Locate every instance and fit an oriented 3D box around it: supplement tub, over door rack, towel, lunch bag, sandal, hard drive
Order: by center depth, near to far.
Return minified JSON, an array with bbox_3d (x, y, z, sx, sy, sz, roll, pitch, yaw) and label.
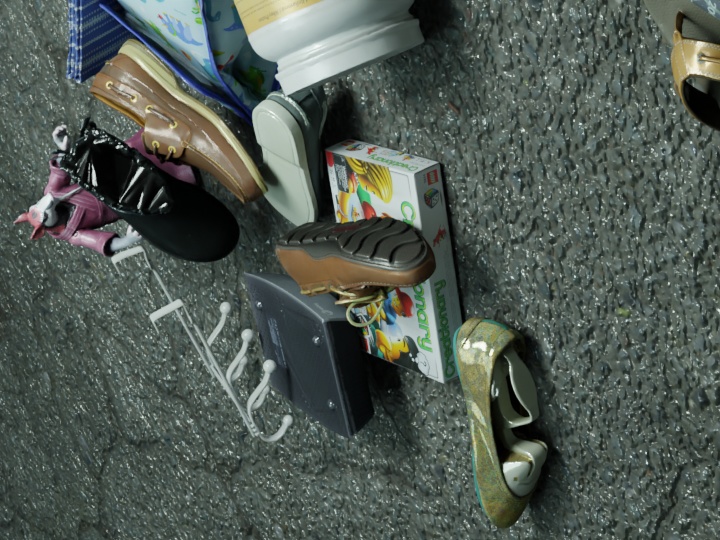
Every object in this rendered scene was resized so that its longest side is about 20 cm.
[{"bbox_3d":[0.244,-0.121,1.288,0.082,0.055,0.200,-27,87,58],"label":"sandal"},{"bbox_3d":[-0.041,-0.255,1.537,0.145,0.145,0.200,-15,97,58],"label":"supplement tub"},{"bbox_3d":[-0.150,-0.244,1.739,0.170,0.127,0.200,42,157,29],"label":"lunch bag"},{"bbox_3d":[-0.226,-0.287,1.792,0.024,0.145,0.200,28,134,23],"label":"towel"},{"bbox_3d":[-0.048,0.074,1.830,0.200,0.042,0.135,27,132,63],"label":"hard drive"},{"bbox_3d":[-0.146,0.064,1.884,0.200,0.067,0.148,51,177,-33],"label":"over door rack"}]

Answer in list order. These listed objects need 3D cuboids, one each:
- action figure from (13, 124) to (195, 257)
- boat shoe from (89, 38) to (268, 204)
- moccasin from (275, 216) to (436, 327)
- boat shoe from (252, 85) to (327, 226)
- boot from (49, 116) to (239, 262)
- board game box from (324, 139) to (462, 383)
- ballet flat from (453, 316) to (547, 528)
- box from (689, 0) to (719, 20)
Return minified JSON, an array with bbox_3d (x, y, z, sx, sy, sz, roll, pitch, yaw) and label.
[{"bbox_3d":[-0.266,-0.079,1.933,0.149,0.200,0.134,-24,89,60],"label":"action figure"},{"bbox_3d":[-0.167,-0.125,1.752,0.200,0.068,0.072,44,169,16],"label":"boat shoe"},{"bbox_3d":[-0.001,0.001,1.650,0.201,0.074,0.078,-3,117,52],"label":"moccasin"},{"bbox_3d":[-0.053,-0.105,1.734,0.073,0.062,0.200,35,158,19],"label":"boat shoe"},{"bbox_3d":[-0.197,-0.070,1.786,0.198,0.073,0.162,33,176,-9],"label":"boot"},{"bbox_3d":[0.033,-0.009,1.693,0.126,0.035,0.200,18,125,50],"label":"board game box"},{"bbox_3d":[0.126,0.135,1.627,0.071,0.071,0.200,14,122,52],"label":"ballet flat"},{"bbox_3d":[0.274,-0.238,1.107,0.197,0.124,0.200,40,140,33],"label":"box"}]
